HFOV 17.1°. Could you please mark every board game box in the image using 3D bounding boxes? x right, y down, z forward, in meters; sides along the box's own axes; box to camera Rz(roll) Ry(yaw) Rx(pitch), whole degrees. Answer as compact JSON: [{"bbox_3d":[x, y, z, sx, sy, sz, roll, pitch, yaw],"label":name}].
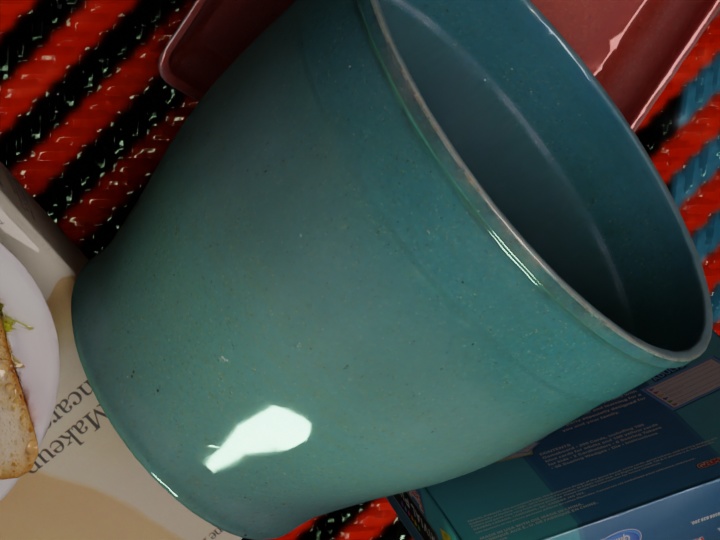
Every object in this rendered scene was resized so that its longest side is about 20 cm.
[{"bbox_3d":[0.087,0.070,0.992,0.151,0.200,0.047,-17,115,-11],"label":"board game box"}]

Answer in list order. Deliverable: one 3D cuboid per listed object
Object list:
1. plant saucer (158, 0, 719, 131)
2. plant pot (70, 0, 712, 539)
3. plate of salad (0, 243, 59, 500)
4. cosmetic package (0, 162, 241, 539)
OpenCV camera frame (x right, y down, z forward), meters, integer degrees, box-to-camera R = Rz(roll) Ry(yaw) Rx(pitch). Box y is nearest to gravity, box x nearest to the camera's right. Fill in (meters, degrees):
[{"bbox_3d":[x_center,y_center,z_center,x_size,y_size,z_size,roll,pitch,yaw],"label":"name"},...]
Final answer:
[{"bbox_3d":[0.044,-0.122,0.993,0.199,0.037,0.200,30,100,-26],"label":"plant saucer"},{"bbox_3d":[0.000,0.000,0.912,0.188,0.200,0.200,-37,120,23],"label":"plant pot"},{"bbox_3d":[-0.206,0.056,0.880,0.199,0.048,0.200,-13,132,-14],"label":"plate of salad"},{"bbox_3d":[-0.135,0.049,0.983,0.105,0.071,0.200,-40,117,2],"label":"cosmetic package"}]
